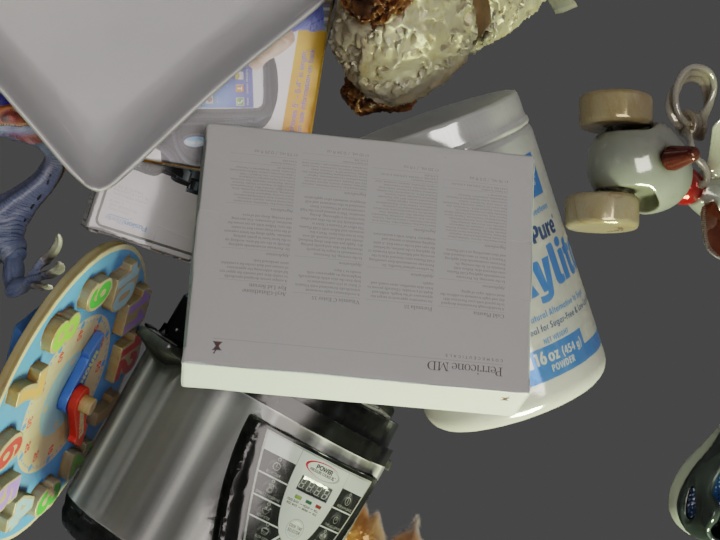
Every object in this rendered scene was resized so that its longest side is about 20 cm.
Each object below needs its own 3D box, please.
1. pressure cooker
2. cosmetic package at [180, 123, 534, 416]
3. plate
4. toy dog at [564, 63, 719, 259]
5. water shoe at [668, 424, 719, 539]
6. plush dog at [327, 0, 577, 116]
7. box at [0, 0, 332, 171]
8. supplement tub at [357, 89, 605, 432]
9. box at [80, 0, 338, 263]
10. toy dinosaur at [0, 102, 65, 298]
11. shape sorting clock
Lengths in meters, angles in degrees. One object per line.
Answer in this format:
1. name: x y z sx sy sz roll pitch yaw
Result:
1. pressure cooker: -0.076 0.110 1.044 0.178 0.176 0.200 29 85 9
2. cosmetic package: 0.000 0.000 0.969 0.199 0.052 0.151 6 66 -4
3. plate: -0.151 -0.177 0.975 0.200 0.032 0.200 -43 92 -15
4. toy dog: 0.225 -0.068 1.111 0.200 0.096 0.132 -18 102 -41
5. water shoe: 0.303 0.114 1.191 0.071 0.079 0.200 34 85 -15
6. plush dog: 0.049 -0.173 1.016 0.160 0.200 0.172 32 65 22
7. box: -0.125 -0.126 1.020 0.199 0.041 0.119 9 91 -12
8. supplement tub: 0.075 -0.006 1.096 0.132 0.132 0.201 -22 100 -12
9. box: -0.099 -0.105 1.079 0.116 0.060 0.201 17 90 -15
10. toy dinosaur: -0.247 -0.019 0.992 0.105 0.200 0.182 45 72 -15
11. shape sorting clock: -0.181 0.076 1.007 0.039 0.200 0.200 22 88 7
